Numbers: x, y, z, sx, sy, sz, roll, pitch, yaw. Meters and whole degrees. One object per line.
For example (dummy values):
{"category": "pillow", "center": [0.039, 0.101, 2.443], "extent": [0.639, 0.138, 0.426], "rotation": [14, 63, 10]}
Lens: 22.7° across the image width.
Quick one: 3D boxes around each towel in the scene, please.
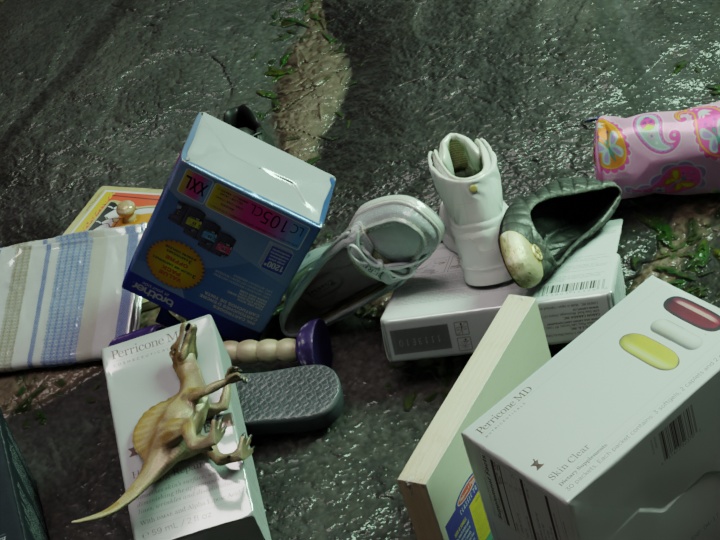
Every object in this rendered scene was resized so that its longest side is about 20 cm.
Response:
{"category": "towel", "center": [-0.295, 0.031, 1.697], "extent": [0.198, 0.024, 0.148], "rotation": [-8, 55, 16]}

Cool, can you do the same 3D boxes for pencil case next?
{"category": "pencil case", "center": [0.304, -0.109, 1.595], "extent": [0.198, 0.088, 0.088], "rotation": [-6, 39, 18]}

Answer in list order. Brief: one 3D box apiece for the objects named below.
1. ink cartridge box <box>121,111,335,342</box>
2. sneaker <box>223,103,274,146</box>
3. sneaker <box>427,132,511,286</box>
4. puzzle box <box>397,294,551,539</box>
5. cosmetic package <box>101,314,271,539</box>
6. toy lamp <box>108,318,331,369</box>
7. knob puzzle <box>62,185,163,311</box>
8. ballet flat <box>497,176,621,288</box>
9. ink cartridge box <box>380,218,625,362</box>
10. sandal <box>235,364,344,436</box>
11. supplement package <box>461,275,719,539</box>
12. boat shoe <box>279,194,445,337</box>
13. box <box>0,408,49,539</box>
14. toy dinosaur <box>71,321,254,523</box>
{"category": "ink cartridge box", "center": [-0.122, -0.021, 1.576], "extent": [0.135, 0.201, 0.077], "rotation": [25, 43, -6]}
{"category": "sneaker", "center": [-0.106, -0.086, 1.732], "extent": [0.075, 0.091, 0.201], "rotation": [-19, 38, -4]}
{"category": "sneaker", "center": [0.099, -0.072, 1.573], "extent": [0.073, 0.117, 0.200], "rotation": [-15, 18, -1]}
{"category": "puzzle box", "center": [0.095, 0.132, 1.338], "extent": [0.025, 0.134, 0.200], "rotation": [8, 44, 30]}
{"category": "cosmetic package", "center": [-0.141, 0.143, 1.437], "extent": [0.101, 0.074, 0.201], "rotation": [-18, 53, 0]}
{"category": "toy lamp", "center": [-0.127, 0.072, 1.569], "extent": [0.198, 0.059, 0.058], "rotation": [-6, 39, 18]}
{"category": "knob puzzle", "center": [-0.219, -0.025, 1.751], "extent": [0.217, 0.031, 0.221], "rotation": [-11, 38, 9]}
{"category": "ballet flat", "center": [0.165, -0.041, 1.509], "extent": [0.056, 0.067, 0.200], "rotation": [-18, 12, 31]}
{"category": "ink cartridge box", "center": [0.129, 0.016, 1.546], "extent": [0.198, 0.044, 0.174], "rotation": [-7, 19, 15]}
{"category": "sandal", "center": [-0.111, 0.121, 1.521], "extent": [0.198, 0.043, 0.077], "rotation": [0, 50, 14]}
{"category": "supplement package", "center": [0.192, 0.133, 1.276], "extent": [0.199, 0.157, 0.111], "rotation": [-37, 40, -23]}
{"category": "boat shoe", "center": [-0.002, -0.001, 1.543], "extent": [0.201, 0.074, 0.065], "rotation": [-29, 29, 46]}
{"category": "box", "center": [-0.329, 0.219, 1.429], "extent": [0.147, 0.105, 0.200], "rotation": [-21, 38, -5]}
{"category": "toy dinosaur", "center": [-0.139, 0.129, 1.379], "extent": [0.100, 0.058, 0.201], "rotation": [-4, 45, 29]}
